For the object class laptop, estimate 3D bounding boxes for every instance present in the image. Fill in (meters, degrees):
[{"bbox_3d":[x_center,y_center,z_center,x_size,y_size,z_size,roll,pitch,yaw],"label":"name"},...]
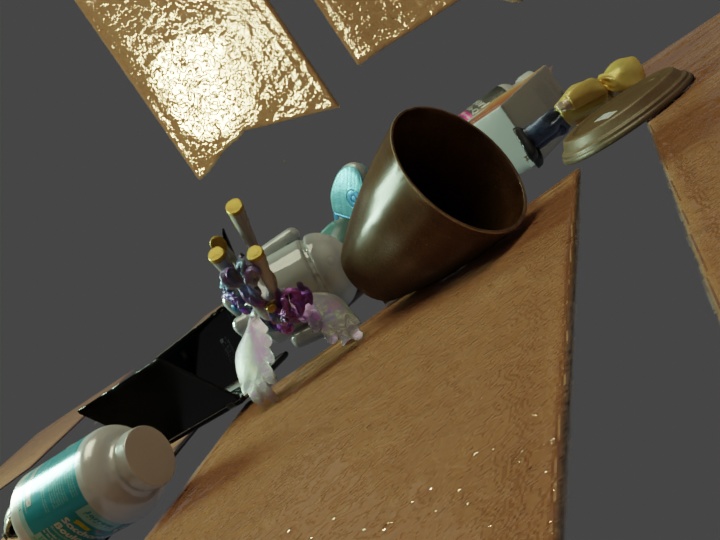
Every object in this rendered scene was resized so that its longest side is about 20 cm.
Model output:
[{"bbox_3d":[-0.225,0.080,1.737,0.200,0.116,0.188,-39,-31,-15],"label":"laptop"},{"bbox_3d":[-0.234,0.151,1.584,0.187,0.116,0.200,-31,8,37],"label":"laptop"}]

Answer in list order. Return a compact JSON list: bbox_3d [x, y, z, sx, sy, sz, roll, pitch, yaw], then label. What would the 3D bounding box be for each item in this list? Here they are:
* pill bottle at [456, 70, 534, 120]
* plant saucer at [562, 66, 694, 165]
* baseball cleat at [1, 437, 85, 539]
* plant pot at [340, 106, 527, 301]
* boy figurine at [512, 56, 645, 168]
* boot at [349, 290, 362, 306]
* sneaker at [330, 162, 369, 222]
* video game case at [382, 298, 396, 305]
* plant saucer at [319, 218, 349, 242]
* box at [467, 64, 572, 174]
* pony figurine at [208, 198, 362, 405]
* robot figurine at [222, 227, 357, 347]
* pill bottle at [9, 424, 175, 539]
[{"bbox_3d":[0.237,-0.247,2.033,0.200,0.117,0.116,-37,6,-4],"label":"pill bottle"},{"bbox_3d":[0.344,-0.207,1.549,0.200,0.030,0.200,-36,7,5],"label":"plant saucer"},{"bbox_3d":[-0.461,0.339,1.795,0.200,0.070,0.106,-46,12,3],"label":"baseball cleat"},{"bbox_3d":[0.065,-0.057,1.404,0.200,0.187,0.187,-50,-4,39],"label":"plant pot"},{"bbox_3d":[0.317,-0.227,1.679,0.199,0.065,0.124,-32,-21,11],"label":"boy figurine"},{"bbox_3d":[0.000,0.000,1.765,0.186,0.064,0.200,-37,2,13],"label":"boot"},{"bbox_3d":[0.018,-0.112,2.017,0.079,0.201,0.130,27,43,32],"label":"sneaker"},{"bbox_3d":[0.117,-0.032,1.544,0.200,0.019,0.143,-34,6,14],"label":"video game case"},{"bbox_3d":[-0.077,-0.005,1.841,0.200,0.027,0.200,-52,9,12],"label":"plant saucer"},{"bbox_3d":[0.231,-0.213,1.851,0.152,0.107,0.200,-31,8,38],"label":"box"},{"bbox_3d":[-0.108,0.037,1.436,0.166,0.200,0.193,-29,41,0],"label":"pony figurine"},{"bbox_3d":[-0.087,0.022,1.618,0.199,0.170,0.113,-28,-22,5],"label":"robot figurine"},{"bbox_3d":[-0.296,0.243,1.324,0.200,0.111,0.111,-33,7,34],"label":"pill bottle"}]
